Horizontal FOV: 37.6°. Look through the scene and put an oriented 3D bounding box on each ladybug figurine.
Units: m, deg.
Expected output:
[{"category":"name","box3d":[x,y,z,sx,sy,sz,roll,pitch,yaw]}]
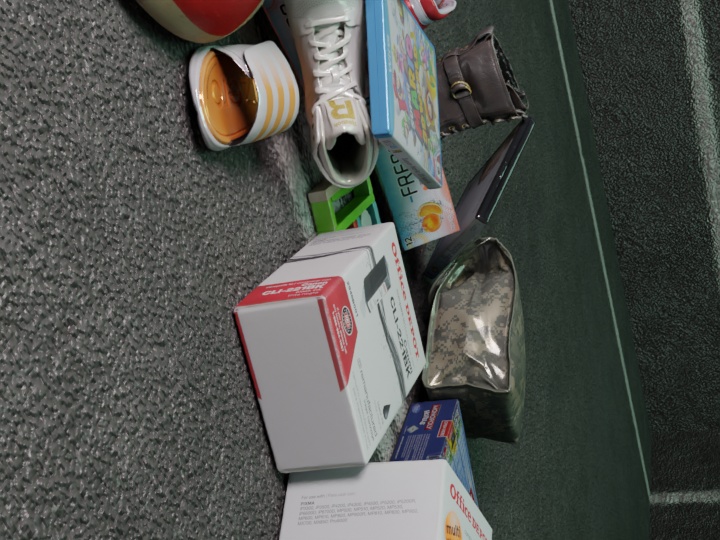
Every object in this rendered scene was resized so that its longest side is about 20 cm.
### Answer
[{"category":"ladybug figurine","box3d":[-0.119,-0.239,0.755,0.200,0.071,0.138,12,72,-68]}]

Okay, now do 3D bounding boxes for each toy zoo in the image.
[{"category":"toy zoo","box3d":[0.000,0.000,1.066,0.131,0.020,0.203,-47,127,-64]}]

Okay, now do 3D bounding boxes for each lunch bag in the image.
[{"category":"lunch bag","box3d":[0.141,0.081,1.262,0.165,0.116,0.203,69,27,-59]}]

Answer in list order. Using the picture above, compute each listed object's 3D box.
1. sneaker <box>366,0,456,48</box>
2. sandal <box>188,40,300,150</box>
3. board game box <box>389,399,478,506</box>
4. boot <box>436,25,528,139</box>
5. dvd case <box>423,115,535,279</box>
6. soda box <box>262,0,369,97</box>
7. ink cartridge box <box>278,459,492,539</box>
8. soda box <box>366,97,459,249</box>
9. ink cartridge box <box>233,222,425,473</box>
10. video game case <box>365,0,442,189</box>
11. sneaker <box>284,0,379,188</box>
[{"category":"sneaker","box3d":[0.035,-0.295,1.089,0.071,0.111,0.201,52,20,-36]},{"category":"sandal","box3d":[-0.075,-0.150,0.860,0.207,0.058,0.080,-39,119,-67]},{"category":"board game box","box3d":[0.083,0.280,1.138,0.201,0.061,0.202,-62,139,-58]},{"category":"boot","box3d":[0.103,-0.162,1.178,0.070,0.172,0.201,-75,149,-46]},{"category":"dvd case","box3d":[0.135,-0.080,1.230,0.144,0.017,0.200,-63,-177,-22]},{"category":"soda box","box3d":[-0.049,-0.239,0.938,0.201,0.063,0.069,62,14,-44]},{"category":"ink cartridge box","box3d":[0.018,0.273,0.846,0.146,0.143,0.202,58,31,-47]},{"category":"soda box","box3d":[0.044,-0.127,1.122,0.064,0.067,0.202,-106,177,-61]},{"category":"ink cartridge box","box3d":[-0.018,0.059,0.908,0.200,0.083,0.146,-49,127,-64]},{"category":"video game case","box3d":[0.042,-0.165,0.950,0.200,0.018,0.145,27,60,-71]},{"category":"sneaker","box3d":[-0.017,-0.165,0.875,0.116,0.073,0.202,-106,-174,-45]}]
